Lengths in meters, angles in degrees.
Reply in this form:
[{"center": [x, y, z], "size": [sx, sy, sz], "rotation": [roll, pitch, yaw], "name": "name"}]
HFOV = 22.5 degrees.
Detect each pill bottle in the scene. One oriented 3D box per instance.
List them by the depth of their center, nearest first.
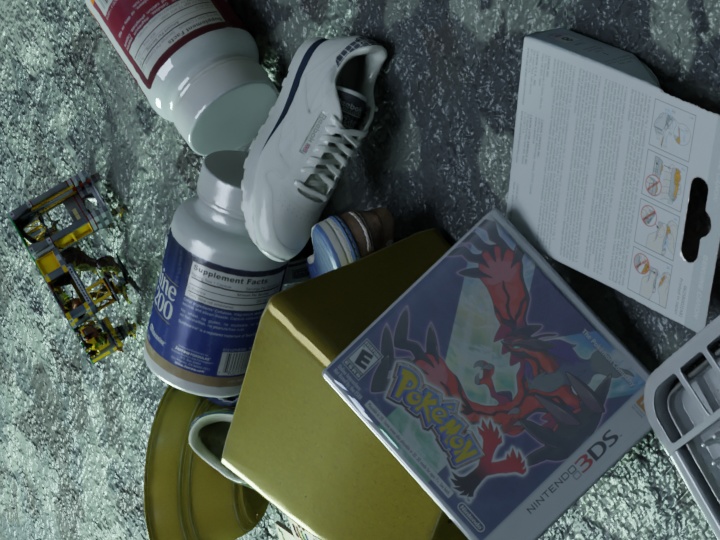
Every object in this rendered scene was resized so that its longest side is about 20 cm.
[{"center": [-0.122, 0.001, 1.608], "size": [0.111, 0.110, 0.202], "rotation": [39, 124, 40], "name": "pill bottle"}, {"center": [-0.164, -0.211, 1.677], "size": [0.201, 0.113, 0.115], "rotation": [55, 141, 25], "name": "pill bottle"}]

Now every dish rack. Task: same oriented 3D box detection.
[{"center": [0.291, 0.126, 1.231], "size": [0.201, 0.043, 0.172], "rotation": [62, 143, 17], "name": "dish rack"}]

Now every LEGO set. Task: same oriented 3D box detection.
[{"center": [-0.288, -0.010, 1.966], "size": [0.201, 0.115, 0.154], "rotation": [56, 171, 31], "name": "LEGO set"}]

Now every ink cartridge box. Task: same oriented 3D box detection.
[{"center": [0.192, -0.068, 1.299], "size": [0.199, 0.057, 0.164], "rotation": [26, 124, 38], "name": "ink cartridge box"}]

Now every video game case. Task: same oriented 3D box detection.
[{"center": [0.102, 0.087, 1.341], "size": [0.200, 0.182, 0.023], "rotation": [47, 177, 9], "name": "video game case"}]

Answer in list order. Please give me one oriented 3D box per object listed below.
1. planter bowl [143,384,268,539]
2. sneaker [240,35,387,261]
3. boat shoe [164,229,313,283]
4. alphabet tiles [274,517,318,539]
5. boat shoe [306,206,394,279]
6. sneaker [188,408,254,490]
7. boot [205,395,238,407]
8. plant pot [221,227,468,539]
[{"center": [-0.138, 0.202, 1.789], "size": [0.082, 0.200, 0.203], "rotation": [2, 108, 16], "name": "planter bowl"}, {"center": [-0.037, -0.104, 1.518], "size": [0.080, 0.076, 0.202], "rotation": [8, 78, 46], "name": "sneaker"}, {"center": [-0.115, -0.050, 1.716], "size": [0.199, 0.070, 0.092], "rotation": [11, 111, 45], "name": "boat shoe"}, {"center": [-0.016, 0.321, 1.716], "size": [0.166, 0.006, 0.202], "rotation": [27, 141, 47], "name": "alphabet tiles"}, {"center": [0.000, 0.000, 1.557], "size": [0.200, 0.072, 0.073], "rotation": [106, 139, -75], "name": "boat shoe"}, {"center": [-0.073, 0.184, 1.658], "size": [0.199, 0.090, 0.068], "rotation": [25, 92, 17], "name": "sneaker"}, {"center": [-0.072, 0.108, 1.691], "size": [0.199, 0.090, 0.074], "rotation": [3, 105, 54], "name": "boot"}, {"center": [0.037, 0.122, 1.471], "size": [0.200, 0.194, 0.195], "rotation": [42, 135, 26], "name": "plant pot"}]
